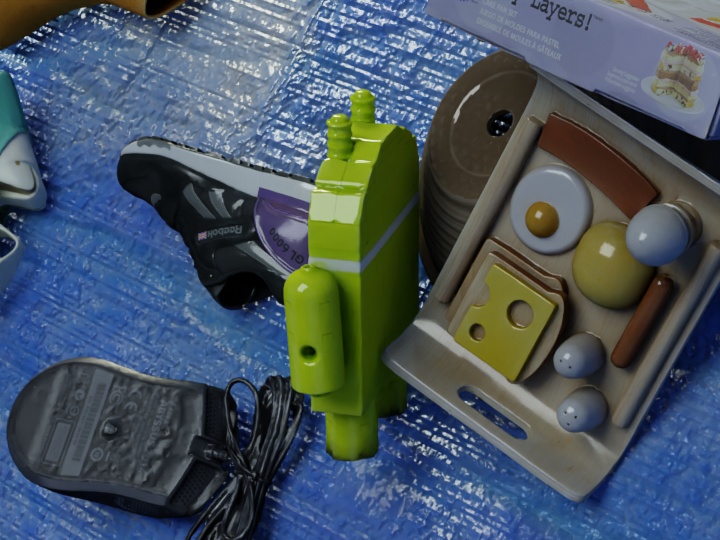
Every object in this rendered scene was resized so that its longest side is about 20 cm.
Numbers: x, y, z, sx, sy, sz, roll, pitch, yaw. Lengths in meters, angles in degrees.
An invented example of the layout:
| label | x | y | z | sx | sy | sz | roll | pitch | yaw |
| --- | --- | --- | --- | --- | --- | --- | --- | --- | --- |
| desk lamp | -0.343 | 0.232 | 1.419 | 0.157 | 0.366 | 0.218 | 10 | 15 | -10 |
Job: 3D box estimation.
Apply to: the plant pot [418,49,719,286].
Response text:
| label | x | y | z | sx | sy | sz | roll | pitch | yaw |
| --- | --- | --- | --- | --- | --- | --- | --- | --- | --- |
| plant pot | 0.102 | -0.064 | 1.625 | 0.200 | 0.093 | 0.201 | -19 | 55 | 30 |

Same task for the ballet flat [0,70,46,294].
| label | x | y | z | sx | sy | sz | roll | pitch | yaw |
| --- | --- | --- | --- | --- | --- | --- | --- | --- | --- |
| ballet flat | -0.251 | -0.037 | 1.911 | 0.070 | 0.067 | 0.201 | 15 | 74 | 16 |

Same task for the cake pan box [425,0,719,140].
| label | x | y | z | sx | sy | sz | roll | pitch | yaw |
| --- | --- | --- | --- | --- | --- | --- | --- | --- | --- |
| cake pan box | 0.160 | -0.129 | 1.534 | 0.200 | 0.184 | 0.052 | 28 | 108 | 33 |

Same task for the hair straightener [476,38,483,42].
| label | x | y | z | sx | sy | sz | roll | pitch | yaw |
| --- | --- | --- | --- | --- | --- | --- | --- | --- | --- |
| hair straightener | 0.144 | -0.199 | 1.679 | 0.200 | 0.077 | 0.041 | -34 | 51 | 18 |

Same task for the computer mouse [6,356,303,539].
| label | x | y | z | sx | sy | sz | roll | pitch | yaw |
| --- | --- | --- | --- | --- | --- | --- | --- | --- | --- |
| computer mouse | -0.128 | 0.115 | 1.733 | 0.199 | 0.053 | 0.139 | 15 | 76 | 30 |

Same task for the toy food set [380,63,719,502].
| label | x | y | z | sx | sy | sz | roll | pitch | yaw |
| --- | --- | --- | --- | --- | --- | --- | --- | --- | --- |
| toy food set | 0.108 | 0.006 | 1.527 | 0.143 | 0.060 | 0.200 | 35 | 113 | 17 |

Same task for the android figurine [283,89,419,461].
| label | x | y | z | sx | sy | sz | roll | pitch | yaw |
| --- | --- | --- | --- | --- | --- | --- | --- | --- | --- |
| android figurine | 0.000 | 0.000 | 1.595 | 0.041 | 0.201 | 0.182 | 4 | 24 | 16 |

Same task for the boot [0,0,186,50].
| label | x | y | z | sx | sy | sz | roll | pitch | yaw |
| --- | --- | --- | --- | --- | --- | --- | --- | --- | --- |
| boot | -0.183 | -0.202 | 1.936 | 0.201 | 0.071 | 0.144 | -46 | 44 | 1 |

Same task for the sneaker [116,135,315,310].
| label | x | y | z | sx | sy | sz | roll | pitch | yaw |
| --- | --- | --- | --- | --- | --- | --- | --- | --- | --- |
| sneaker | -0.091 | -0.025 | 1.767 | 0.200 | 0.076 | 0.088 | 16 | 82 | 42 |
